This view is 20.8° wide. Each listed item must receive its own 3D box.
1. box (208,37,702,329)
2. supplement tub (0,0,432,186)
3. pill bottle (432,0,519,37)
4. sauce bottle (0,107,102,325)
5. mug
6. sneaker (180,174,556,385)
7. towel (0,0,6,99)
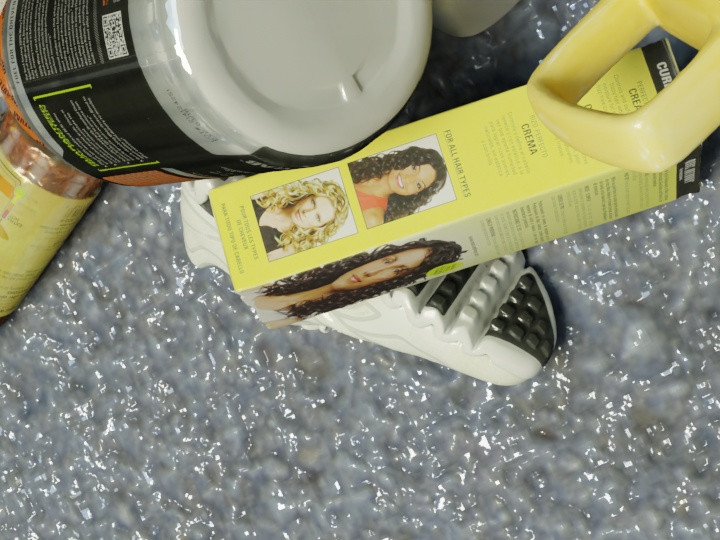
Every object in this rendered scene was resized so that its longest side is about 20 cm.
[{"bbox_3d":[0.042,-0.033,0.821,0.199,0.075,0.050,-19,74,5],"label":"box"},{"bbox_3d":[-0.070,-0.098,0.806,0.200,0.122,0.123,-1,99,57],"label":"supplement tub"},{"bbox_3d":[-0.012,-0.192,0.849,0.199,0.113,0.114,30,112,21],"label":"pill bottle"},{"bbox_3d":[-0.201,-0.002,1.014,0.066,0.066,0.200,46,117,15],"label":"sauce bottle"},{"bbox_3d":[0.150,-0.130,0.719,0.153,0.185,0.150,-147,48,-61],"label":"mug"},{"bbox_3d":[0.000,0.000,0.908,0.199,0.075,0.081,30,135,17],"label":"sneaker"},{"bbox_3d":[-0.192,-0.192,0.995,0.132,0.034,0.201,21,109,25],"label":"towel"}]
